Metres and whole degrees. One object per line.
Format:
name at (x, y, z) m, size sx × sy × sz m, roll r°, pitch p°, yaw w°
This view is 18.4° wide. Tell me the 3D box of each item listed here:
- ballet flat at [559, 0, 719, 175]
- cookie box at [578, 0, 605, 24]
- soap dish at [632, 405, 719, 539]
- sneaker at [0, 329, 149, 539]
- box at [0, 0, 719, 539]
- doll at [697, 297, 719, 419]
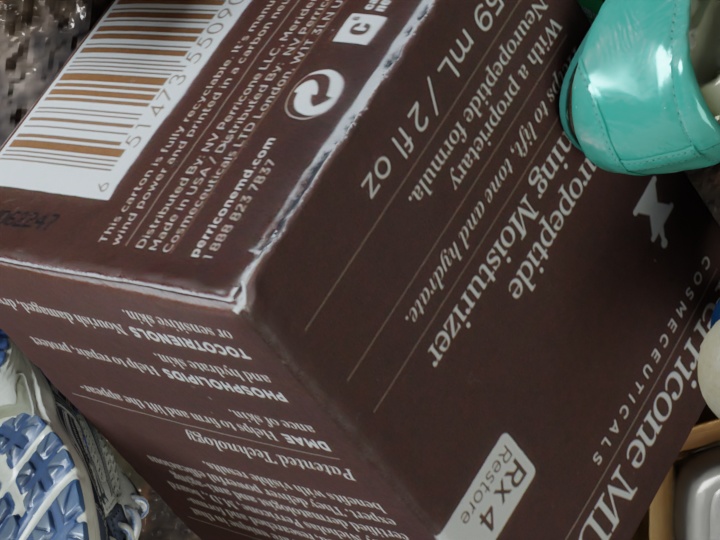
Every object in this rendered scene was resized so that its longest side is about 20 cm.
ballet flat at (0.129, -0.117, 0.697) m, size 0.067 × 0.070 × 0.201 m, roll 38°, pitch 70°, yaw -46°
cookie box at (0.142, -0.178, 0.803) m, size 0.170 × 0.075 × 0.201 m, roll -25°, pitch 123°, yaw -11°
soap dish at (0.189, 0.129, 0.990) m, size 0.156 × 0.081 × 0.202 m, roll -15°, pitch 121°, yaw -17°
sneaker at (-0.105, 0.087, 0.759) m, size 0.077 × 0.200 × 0.085 m, roll -42°, pitch 126°, yaw 12°
box at (0.000, 0.000, 0.752) m, size 0.200 × 0.163 × 0.167 m, roll 51°, pitch 62°, yaw -36°
doll at (0.143, -0.031, 0.709) m, size 0.048 × 0.201 × 0.137 m, roll 20°, pitch 142°, yaw 7°
